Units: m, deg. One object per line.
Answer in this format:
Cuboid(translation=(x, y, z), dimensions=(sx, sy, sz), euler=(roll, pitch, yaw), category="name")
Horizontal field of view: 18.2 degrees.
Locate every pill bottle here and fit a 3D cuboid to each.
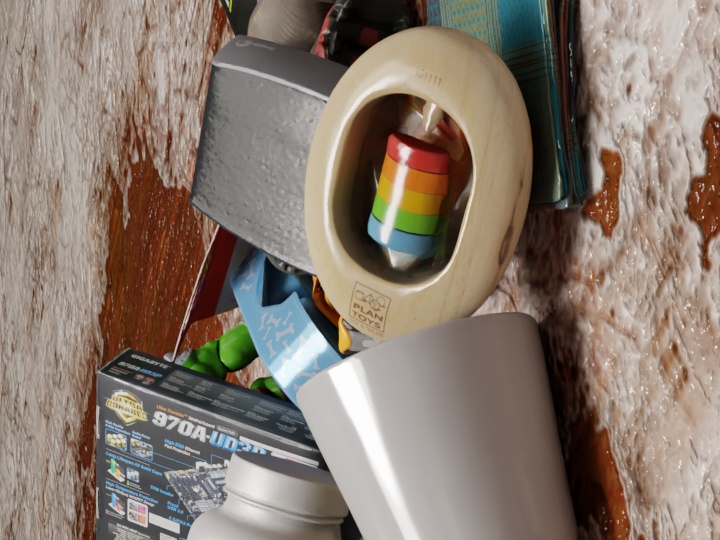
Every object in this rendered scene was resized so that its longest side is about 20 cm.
Cuboid(translation=(-0.072, 0.227, 1.496), dimensions=(0.112, 0.112, 0.200), euler=(-161, 87, -70), category="pill bottle")

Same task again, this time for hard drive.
Cuboid(translation=(-0.023, -0.060, 1.420), dimensions=(0.200, 0.042, 0.135), euler=(25, 115, 31), category="hard drive")

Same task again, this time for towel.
Cuboid(translation=(0.085, -0.108, 1.353), dimensions=(0.200, 0.022, 0.147), euler=(-179, 85, -72), category="towel")

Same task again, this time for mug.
Cuboid(translation=(0.067, 0.121, 1.333), dimensions=(0.149, 0.186, 0.153), euler=(-29, 73, 34), category="mug")

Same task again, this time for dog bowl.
Cuboid(translation=(-0.035, 0.045, 1.582), dimensions=(0.050, 0.111, 0.200), euler=(-41, 31, 9), category="dog bowl")

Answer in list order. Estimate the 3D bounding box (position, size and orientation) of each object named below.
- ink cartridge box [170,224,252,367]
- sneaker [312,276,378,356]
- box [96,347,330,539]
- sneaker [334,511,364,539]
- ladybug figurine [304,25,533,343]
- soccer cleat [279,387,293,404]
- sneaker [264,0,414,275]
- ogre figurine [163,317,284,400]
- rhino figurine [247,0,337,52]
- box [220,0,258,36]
Cuboid(translation=(-0.080, -0.022, 1.669), dimensions=(0.160, 0.047, 0.200), euler=(112, 180, -51), category="ink cartridge box")
Cuboid(translation=(0.000, 0.000, 1.539), dimensions=(0.200, 0.077, 0.078), euler=(-126, 35, -59), category="sneaker")
Cuboid(translation=(-0.099, 0.159, 1.631), dimensions=(0.200, 0.046, 0.159), euler=(17, 121, 24), category="box")
Cuboid(translation=(0.034, 0.207, 1.516), dimensions=(0.084, 0.075, 0.200), euler=(-31, 58, 47), category="sneaker")
Cuboid(translation=(0.038, -0.050, 1.307), dimensions=(0.136, 0.072, 0.200), euler=(27, 117, 18), category="ladybug figurine")
Cuboid(translation=(-0.035, 0.092, 1.678), dimensions=(0.200, 0.068, 0.073), euler=(-127, 40, -52), category="soccer cleat")
Cuboid(translation=(-0.018, -0.089, 1.530), dimensions=(0.098, 0.071, 0.201), euler=(147, 140, -80), category="sneaker")
Cuboid(translation=(-0.091, 0.127, 1.765), dimensions=(0.098, 0.120, 0.200), euler=(-156, 64, -69), category="ogre figurine")
Cuboid(translation=(-0.028, -0.207, 1.557), dimensions=(0.200, 0.087, 0.060), euler=(107, 152, -47), category="rhino figurine")
Cuboid(translation=(-0.072, -0.275, 1.735), dimensions=(0.200, 0.047, 0.193), euler=(104, 152, -42), category="box")
